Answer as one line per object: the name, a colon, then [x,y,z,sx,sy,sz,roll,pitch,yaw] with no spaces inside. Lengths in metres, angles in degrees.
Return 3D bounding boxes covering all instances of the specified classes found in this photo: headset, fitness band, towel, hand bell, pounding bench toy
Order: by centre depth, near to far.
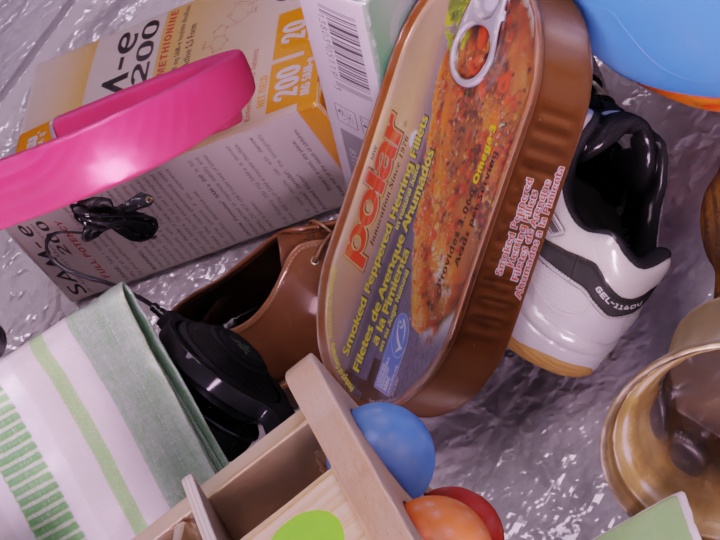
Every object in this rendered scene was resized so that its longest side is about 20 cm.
pounding bench toy: [-0.002,0.154,0.762,0.156,0.124,0.200,-37,38,4]
hand bell: [0.156,0.013,0.904,0.103,0.105,0.201,-20,29,22]
towel: [-0.145,0.121,0.961,0.199,0.153,0.023,-31,-4,17]
headset: [-0.090,0.062,0.999,0.123,0.094,0.201,-23,81,17]
fitness band: [-0.136,-0.055,1.047,0.199,0.038,0.143,-18,9,34]

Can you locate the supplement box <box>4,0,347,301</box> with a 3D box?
supplement box: [-0.085,-0.078,1.175,0.199,0.074,0.127,-19,43,24]

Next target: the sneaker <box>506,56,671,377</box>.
sneaker: [0.103,-0.052,0.979,0.088,0.075,0.201,-50,34,43]

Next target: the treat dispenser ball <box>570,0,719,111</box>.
treat dispenser ball: [0.169,-0.170,0.963,0.200,0.201,0.202,-22,41,20]

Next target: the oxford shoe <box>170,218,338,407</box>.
oxford shoe: [0.000,0.000,1.034,0.199,0.071,0.072,-30,37,9]

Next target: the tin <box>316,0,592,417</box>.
tin: [0.039,-0.034,0.953,0.112,0.042,0.202,30,104,52]

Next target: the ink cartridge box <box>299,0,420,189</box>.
ink cartridge box: [0.055,-0.143,1.061,0.050,0.161,0.200,29,64,29]

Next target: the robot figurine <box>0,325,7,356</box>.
robot figurine: [-0.270,0.084,1.130,0.199,0.113,0.171,-23,71,19]

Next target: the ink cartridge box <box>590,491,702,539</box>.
ink cartridge box: [0.059,0.188,0.816,0.199,0.048,0.146,-29,39,12]
